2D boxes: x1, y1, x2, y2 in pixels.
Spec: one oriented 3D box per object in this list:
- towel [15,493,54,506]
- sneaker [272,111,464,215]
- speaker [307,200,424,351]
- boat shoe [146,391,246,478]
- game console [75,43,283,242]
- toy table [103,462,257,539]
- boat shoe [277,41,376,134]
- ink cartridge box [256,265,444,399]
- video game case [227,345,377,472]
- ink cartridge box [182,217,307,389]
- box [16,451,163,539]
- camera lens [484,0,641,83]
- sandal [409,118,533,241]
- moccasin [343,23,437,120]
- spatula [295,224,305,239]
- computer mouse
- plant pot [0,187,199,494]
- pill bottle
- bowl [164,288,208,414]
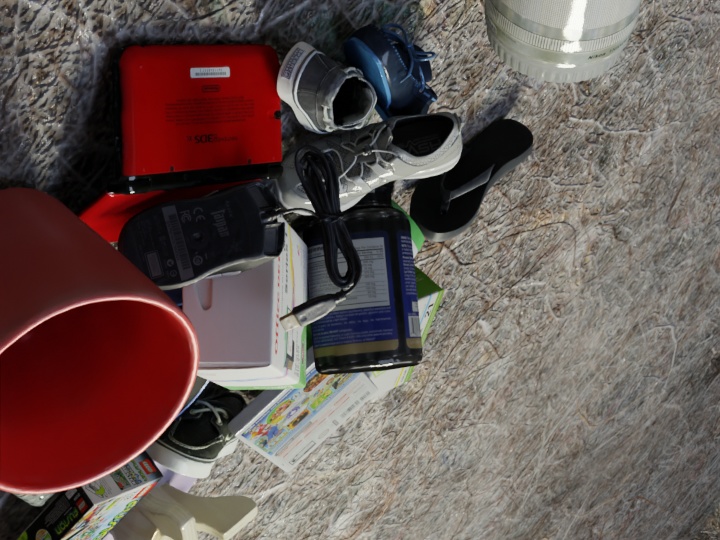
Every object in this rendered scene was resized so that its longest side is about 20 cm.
[{"bbox_3d":[-0.276,0.112,1.384,0.200,0.035,0.193,-39,140,3],"label":"towel"},{"bbox_3d":[0.008,-0.116,1.476,0.199,0.075,0.082,-21,164,-16],"label":"sneaker"},{"bbox_3d":[-0.025,0.012,1.646,0.200,0.088,0.089,-45,153,-10],"label":"speaker"},{"bbox_3d":[-0.168,0.165,1.615,0.064,0.070,0.200,-65,173,9],"label":"boat shoe"},{"bbox_3d":[-0.172,-0.109,1.339,0.199,0.118,0.174,-12,103,-53],"label":"game console"},{"bbox_3d":[-0.217,0.281,1.654,0.200,0.117,0.184,-44,153,-16],"label":"toy table"},{"bbox_3d":[-0.018,-0.159,1.426,0.072,0.067,0.200,-62,167,-1],"label":"boat shoe"},{"bbox_3d":[-0.012,0.084,1.769,0.199,0.076,0.149,-23,142,-44],"label":"ink cartridge box"},{"bbox_3d":[-0.059,0.148,1.678,0.143,0.018,0.200,-42,157,-2],"label":"video game case"},{"bbox_3d":[-0.103,0.029,1.423,0.200,0.083,0.146,54,36,-78],"label":"ink cartridge box"},{"bbox_3d":[-0.292,0.260,1.527,0.200,0.035,0.110,-46,165,29],"label":"box"},{"bbox_3d":[0.206,-0.308,1.522,0.160,0.160,0.201,-34,149,-29],"label":"camera lens"},{"bbox_3d":[0.122,-0.112,1.744,0.200,0.076,0.043,-48,158,-29],"label":"sandal"},{"bbox_3d":[0.033,-0.198,1.496,0.068,0.081,0.200,-39,167,-2],"label":"moccasin"},{"bbox_3d":[-0.087,-0.016,1.586,0.199,0.021,0.057,-36,151,-30],"label":"spatula"},{"bbox_3d":[-0.097,-0.008,1.310,0.198,0.142,0.046,-21,177,-4],"label":"computer mouse"},{"bbox_3d":[-0.251,0.042,1.197,0.199,0.178,0.201,-24,140,-22],"label":"plant pot"},{"bbox_3d":[0.000,0.000,1.548,0.112,0.111,0.202,4,80,-59],"label":"pill bottle"},{"bbox_3d":[-0.212,0.094,1.500,0.200,0.039,0.201,-35,150,-24],"label":"bowl"}]
